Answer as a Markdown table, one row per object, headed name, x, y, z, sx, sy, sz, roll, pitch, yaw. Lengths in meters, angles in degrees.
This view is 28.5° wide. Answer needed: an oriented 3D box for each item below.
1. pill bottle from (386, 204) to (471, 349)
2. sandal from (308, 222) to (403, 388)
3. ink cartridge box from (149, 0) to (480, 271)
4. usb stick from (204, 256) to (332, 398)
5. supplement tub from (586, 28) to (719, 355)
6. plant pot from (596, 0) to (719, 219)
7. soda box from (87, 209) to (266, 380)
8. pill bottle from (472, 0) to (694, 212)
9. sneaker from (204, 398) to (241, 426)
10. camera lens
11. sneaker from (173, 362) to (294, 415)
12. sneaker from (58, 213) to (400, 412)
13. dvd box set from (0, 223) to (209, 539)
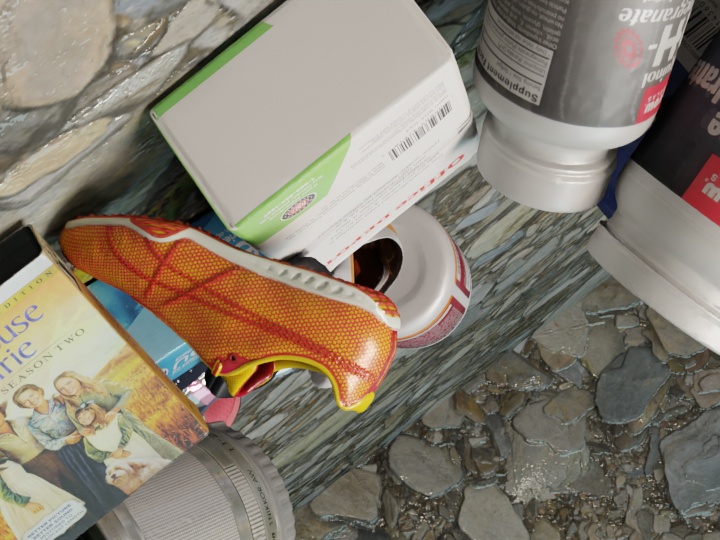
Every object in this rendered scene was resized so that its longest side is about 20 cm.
| name | x | y | z | sx | sy | sz | roll | pitch | yaw |
| --- | --- | --- | --- | --- | --- | --- | --- | --- | --- |
| pill bottle | 0.037 | 0.009 | 1.223 | 0.113 | 0.113 | 0.200 | -39 | 168 | 3 |
| sandal | -0.003 | 0.007 | 0.953 | 0.208 | 0.058 | 0.080 | -92 | -159 | -49 |
| ink cartridge box | -0.016 | -0.079 | 0.805 | 0.145 | 0.084 | 0.200 | -38 | 168 | 2 |
| usb stick | -0.060 | 0.039 | 0.880 | 0.055 | 0.033 | 0.200 | -20 | 167 | -19 |
| supplement tub | 0.237 | -0.060 | 0.820 | 0.201 | 0.140 | 0.140 | -56 | 164 | 12 |
| plant pot | 0.219 | -0.154 | 0.977 | 0.199 | 0.201 | 0.180 | -37 | 163 | 0 |
| soda box | -0.128 | 0.028 | 0.909 | 0.199 | 0.068 | 0.064 | -33 | 167 | -24 |
| pill bottle | 0.124 | -0.138 | 0.786 | 0.110 | 0.110 | 0.202 | -27 | 141 | -42 |
| sneaker | -0.169 | 0.133 | 1.163 | 0.199 | 0.074 | 0.087 | -30 | 164 | -35 |
| camera lens | -0.157 | 0.197 | 0.976 | 0.160 | 0.161 | 0.199 | -44 | 163 | 28 |
| sneaker | -0.122 | 0.061 | 1.103 | 0.199 | 0.070 | 0.083 | -28 | 142 | -36 |
| sneaker | -0.078 | 0.020 | 0.745 | 0.078 | 0.198 | 0.073 | -70 | 161 | -3 |
| dvd box set | -0.187 | 0.080 | 0.795 | 0.146 | 0.029 | 0.201 | -37 | 140 | -5 |
